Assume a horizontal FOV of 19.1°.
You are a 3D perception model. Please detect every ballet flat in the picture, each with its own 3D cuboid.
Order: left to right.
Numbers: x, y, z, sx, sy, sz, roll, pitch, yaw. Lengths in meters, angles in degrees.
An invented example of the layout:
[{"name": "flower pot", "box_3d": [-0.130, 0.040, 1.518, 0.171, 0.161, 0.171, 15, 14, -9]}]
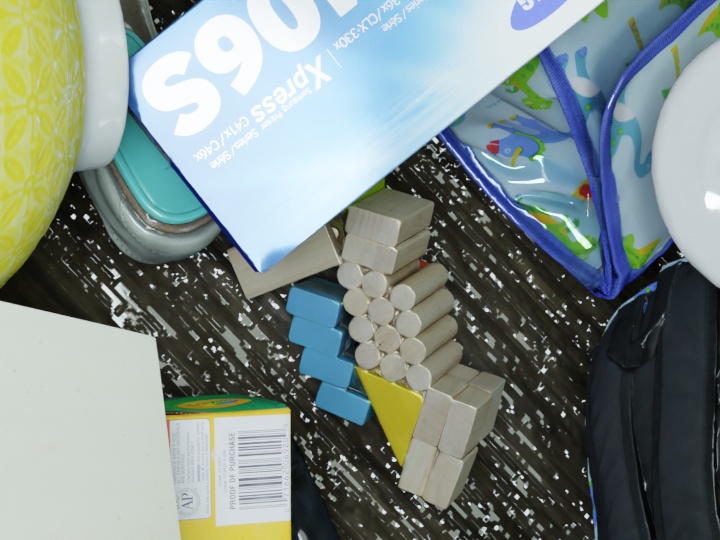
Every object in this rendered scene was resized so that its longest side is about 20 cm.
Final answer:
[{"name": "ballet flat", "box_3d": [-0.113, -0.094, 0.855, 0.067, 0.064, 0.201, -22, 85, -23]}]

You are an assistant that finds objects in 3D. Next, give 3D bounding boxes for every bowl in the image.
[{"name": "bowl", "box_3d": [-0.146, -0.072, 0.762, 0.107, 0.200, 0.201, -6, 80, -25]}]

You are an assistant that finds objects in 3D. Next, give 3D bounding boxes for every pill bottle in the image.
[{"name": "pill bottle", "box_3d": [0.203, -0.053, 0.870, 0.200, 0.111, 0.111, -17, 83, -60]}]

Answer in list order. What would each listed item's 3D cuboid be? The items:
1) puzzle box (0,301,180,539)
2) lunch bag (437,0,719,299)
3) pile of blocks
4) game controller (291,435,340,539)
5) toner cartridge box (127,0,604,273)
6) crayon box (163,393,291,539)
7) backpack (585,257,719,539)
[{"name": "puzzle box", "box_3d": [-0.141, 0.065, 0.655, 0.200, 0.025, 0.133, 16, 54, -40]}, {"name": "lunch bag", "box_3d": [0.109, -0.114, 0.924, 0.170, 0.127, 0.200, -40, 107, -28]}, {"name": "pile of blocks", "box_3d": [0.000, 0.000, 0.890, 0.062, 0.082, 0.201, -29, 101, -68]}, {"name": "game controller", "box_3d": [-0.097, 0.131, 0.826, 0.200, 0.042, 0.105, -27, 102, -25]}, {"name": "toner cartridge box", "box_3d": [0.011, -0.097, 0.804, 0.200, 0.043, 0.095, -39, 94, -3]}, {"name": "crayon box", "box_3d": [-0.088, 0.148, 0.774, 0.118, 0.058, 0.201, -1, 90, -28]}, {"name": "backpack", "box_3d": [0.163, 0.092, 0.881, 0.153, 0.163, 0.201, -10, 71, -31]}]
